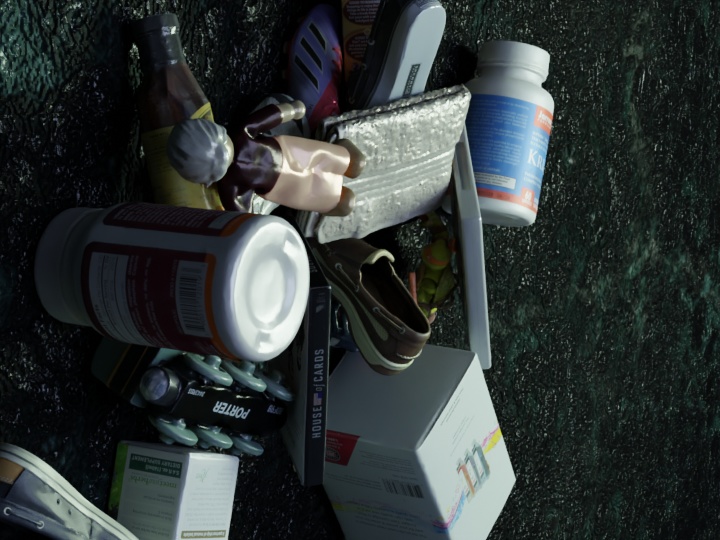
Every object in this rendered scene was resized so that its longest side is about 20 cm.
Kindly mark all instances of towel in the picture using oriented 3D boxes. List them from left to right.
[{"bbox_3d":[0.025,-0.100,1.502,0.200,0.034,0.133,-20,136,-41],"label":"towel"}]

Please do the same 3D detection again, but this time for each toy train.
[{"bbox_3d":[-0.141,0.098,1.370,0.085,0.114,0.200,-59,150,5],"label":"toy train"}]

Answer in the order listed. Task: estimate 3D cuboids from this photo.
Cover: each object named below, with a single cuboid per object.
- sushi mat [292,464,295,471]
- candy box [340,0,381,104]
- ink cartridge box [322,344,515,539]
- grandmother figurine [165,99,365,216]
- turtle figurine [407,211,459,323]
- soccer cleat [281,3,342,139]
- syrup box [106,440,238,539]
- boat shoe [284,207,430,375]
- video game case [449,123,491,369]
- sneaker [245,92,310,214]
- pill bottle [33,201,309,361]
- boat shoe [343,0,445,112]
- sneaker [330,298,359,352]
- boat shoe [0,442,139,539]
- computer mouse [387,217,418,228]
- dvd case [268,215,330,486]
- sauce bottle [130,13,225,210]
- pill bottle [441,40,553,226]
[{"bbox_3d":[-0.010,0.168,1.698,0.200,0.012,0.096,11,86,-59],"label":"sushi mat"},{"bbox_3d":[0.015,-0.212,1.595,0.117,0.056,0.200,-69,156,-73],"label":"candy box"},{"bbox_3d":[0.053,0.193,1.654,0.145,0.145,0.200,-55,140,-38],"label":"ink cartridge box"},{"bbox_3d":[-0.082,-0.085,1.323,0.200,0.061,0.121,12,86,-50],"label":"grandmother figurine"},{"bbox_3d":[0.073,0.010,1.701,0.161,0.064,0.200,107,-6,-53],"label":"turtle figurine"},{"bbox_3d":[-0.042,-0.164,1.525,0.067,0.076,0.200,43,59,-53],"label":"soccer cleat"},{"bbox_3d":[-0.172,0.253,1.378,0.081,0.079,0.200,16,82,-59],"label":"syrup box"},{"bbox_3d":[0.004,-0.001,1.533,0.075,0.075,0.202,-20,71,-47],"label":"boat shoe"},{"bbox_3d":[0.113,-0.029,1.662,0.182,0.024,0.200,-94,178,-52],"label":"video game case"},{"bbox_3d":[-0.108,-0.087,1.429,0.088,0.076,0.200,52,51,-50],"label":"sneaker"},{"bbox_3d":[-0.151,0.005,1.251,0.114,0.200,0.114,-17,110,-57],"label":"pill bottle"},{"bbox_3d":[0.016,-0.178,1.512,0.070,0.066,0.200,-14,133,-44],"label":"boat shoe"},{"bbox_3d":[-0.031,0.041,1.572,0.200,0.084,0.075,11,86,-59],"label":"sneaker"},{"bbox_3d":[-0.236,0.213,1.267,0.200,0.075,0.062,50,56,-39],"label":"boat shoe"},{"bbox_3d":[0.029,-0.053,1.692,0.200,0.046,0.140,0,94,-59],"label":"computer mouse"},{"bbox_3d":[-0.057,0.071,1.437,0.025,0.150,0.200,-5,117,-14],"label":"dvd case"},{"bbox_3d":[-0.153,-0.114,1.334,0.066,0.066,0.200,-17,97,-57],"label":"sauce bottle"},{"bbox_3d":[0.163,-0.158,1.834,0.112,0.112,0.200,20,78,-58],"label":"pill bottle"}]
